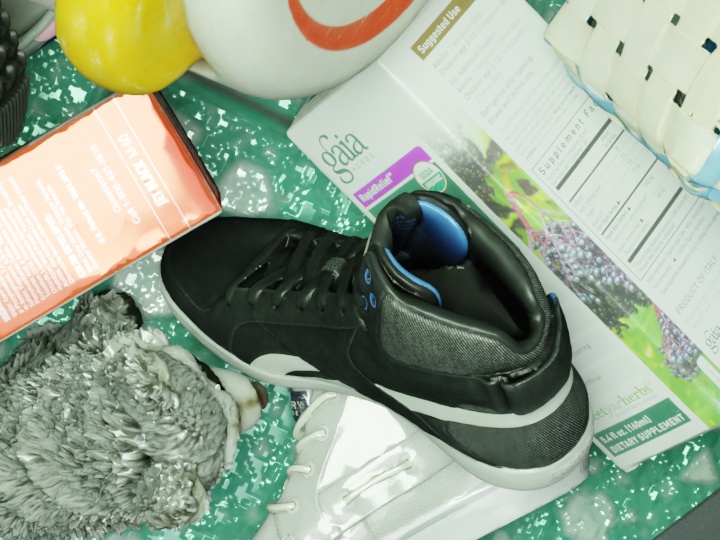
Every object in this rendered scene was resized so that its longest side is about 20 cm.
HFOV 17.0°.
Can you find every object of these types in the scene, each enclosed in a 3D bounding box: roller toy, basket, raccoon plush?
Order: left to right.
[{"bbox_3d":[-0.129,0.088,0.946,0.200,0.134,0.097,-35,99,0],"label":"raccoon plush"},{"bbox_3d":[-0.036,-0.157,0.822,0.139,0.200,0.183,25,110,24],"label":"roller toy"},{"bbox_3d":[0.186,-0.071,0.903,0.200,0.176,0.139,20,109,-37],"label":"basket"}]

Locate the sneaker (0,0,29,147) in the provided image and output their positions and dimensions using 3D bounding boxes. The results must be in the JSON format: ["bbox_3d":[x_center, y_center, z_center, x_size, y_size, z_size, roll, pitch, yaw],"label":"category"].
[{"bbox_3d":[-0.200,-0.120,0.861,0.090,0.070,0.200,-18,113,21],"label":"sneaker"}]

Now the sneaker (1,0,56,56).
[{"bbox_3d":[-0.195,-0.086,0.950,0.200,0.082,0.070,-32,98,0],"label":"sneaker"}]

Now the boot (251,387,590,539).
[{"bbox_3d":[-0.011,0.088,0.996,0.200,0.074,0.096,-28,88,-6],"label":"boot"}]

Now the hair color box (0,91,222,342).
[{"bbox_3d":[-0.154,-0.002,0.948,0.200,0.111,0.064,-32,97,-1],"label":"hair color box"}]

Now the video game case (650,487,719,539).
[{"bbox_3d":[0.186,0.104,0.958,0.200,0.181,0.026,-38,62,1],"label":"video game case"}]

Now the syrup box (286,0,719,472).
[{"bbox_3d":[0.075,-0.023,0.964,0.200,0.079,0.081,44,55,-8],"label":"syrup box"}]

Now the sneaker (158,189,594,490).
[{"bbox_3d":[0.000,0.000,0.924,0.200,0.112,0.073,24,60,26],"label":"sneaker"}]
